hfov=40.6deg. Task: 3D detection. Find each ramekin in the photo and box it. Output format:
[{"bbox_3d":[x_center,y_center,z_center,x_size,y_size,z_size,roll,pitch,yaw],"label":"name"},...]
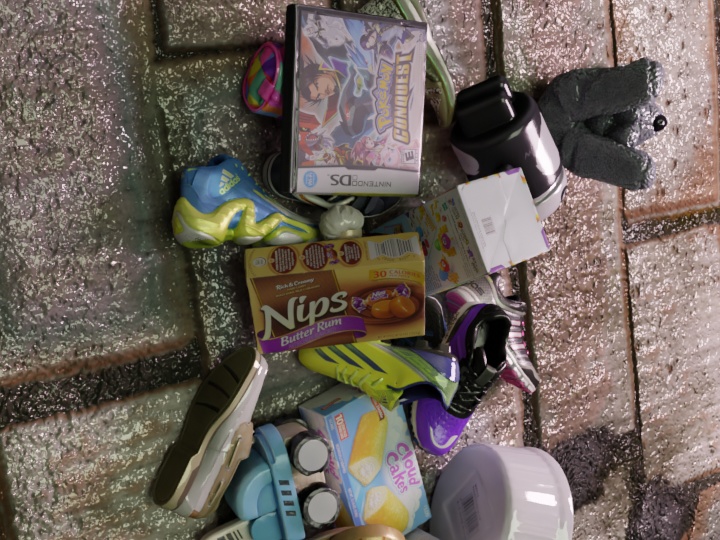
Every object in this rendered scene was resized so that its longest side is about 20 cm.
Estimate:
[{"bbox_3d":[0.175,0.323,1.269,0.097,0.200,0.203,17,85,-26],"label":"ramekin"}]

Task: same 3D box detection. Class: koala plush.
[{"bbox_3d":[0.361,-0.219,1.388,0.199,0.182,0.180,-22,117,-53],"label":"koala plush"}]

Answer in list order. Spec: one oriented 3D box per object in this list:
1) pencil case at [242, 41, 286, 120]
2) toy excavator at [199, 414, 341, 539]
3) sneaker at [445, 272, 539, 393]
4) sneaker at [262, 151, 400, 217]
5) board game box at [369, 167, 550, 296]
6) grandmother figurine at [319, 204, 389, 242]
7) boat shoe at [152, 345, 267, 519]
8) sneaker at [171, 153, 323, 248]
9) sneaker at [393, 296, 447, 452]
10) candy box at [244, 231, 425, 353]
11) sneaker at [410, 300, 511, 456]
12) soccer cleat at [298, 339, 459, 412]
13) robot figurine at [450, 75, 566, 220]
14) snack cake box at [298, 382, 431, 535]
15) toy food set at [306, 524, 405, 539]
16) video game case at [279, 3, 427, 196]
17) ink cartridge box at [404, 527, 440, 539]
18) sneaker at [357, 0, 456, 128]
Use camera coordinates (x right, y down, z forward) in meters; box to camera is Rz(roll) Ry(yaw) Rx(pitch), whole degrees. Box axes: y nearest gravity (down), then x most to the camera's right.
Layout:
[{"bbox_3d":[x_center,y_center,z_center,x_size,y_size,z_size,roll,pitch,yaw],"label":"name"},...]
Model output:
[{"bbox_3d":[-0.037,-0.200,1.134,0.198,0.088,0.090,12,88,-32],"label":"pencil case"},{"bbox_3d":[-0.128,0.285,1.125,0.197,0.100,0.197,-14,102,-19],"label":"toy excavator"},{"bbox_3d":[0.200,0.080,1.332,0.087,0.074,0.201,-43,112,-17],"label":"sneaker"},{"bbox_3d":[-0.014,-0.103,1.166,0.198,0.079,0.080,1,93,-36],"label":"sneaker"},{"bbox_3d":[0.115,-0.037,1.175,0.102,0.199,0.106,-18,87,-32],"label":"board game box"},{"bbox_3d":[0.000,0.000,1.155,0.121,0.060,0.201,-39,135,-18],"label":"grandmother figurine"},{"bbox_3d":[-0.158,0.184,1.101,0.068,0.074,0.202,34,84,-35],"label":"boat shoe"},{"bbox_3d":[-0.121,-0.078,1.097,0.198,0.075,0.107,2,82,-45],"label":"sneaker"},{"bbox_3d":[0.094,0.133,1.277,0.077,0.075,0.203,-15,102,-59],"label":"sneaker"},{"bbox_3d":[-0.027,0.025,1.102,0.197,0.057,0.118,-6,131,-4],"label":"candy box"},{"bbox_3d":[0.129,0.130,1.184,0.069,0.099,0.202,26,80,-21],"label":"sneaker"},{"bbox_3d":[0.018,0.122,1.153,0.065,0.197,0.085,66,30,-68],"label":"soccer cleat"},{"bbox_3d":[0.195,-0.152,1.272,0.150,0.124,0.201,-47,124,-24],"label":"robot figurine"},{"bbox_3d":[0.007,0.241,1.218,0.114,0.067,0.203,-24,108,-30],"label":"snack cake box"},{"bbox_3d":[-0.016,0.385,1.174,0.198,0.049,0.199,-28,127,4],"label":"toy food set"},{"bbox_3d":[-0.005,-0.186,1.096,0.179,0.025,0.203,-2,98,-33],"label":"video game case"},{"bbox_3d":[0.114,0.428,1.229,0.040,0.199,0.202,-29,109,-29],"label":"ink cartridge box"},{"bbox_3d":[0.055,-0.264,1.221,0.088,0.077,0.202,-26,113,3],"label":"sneaker"}]
